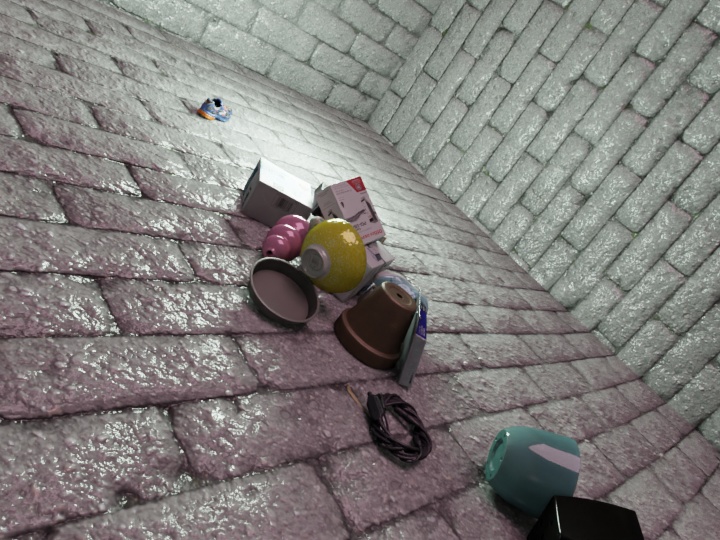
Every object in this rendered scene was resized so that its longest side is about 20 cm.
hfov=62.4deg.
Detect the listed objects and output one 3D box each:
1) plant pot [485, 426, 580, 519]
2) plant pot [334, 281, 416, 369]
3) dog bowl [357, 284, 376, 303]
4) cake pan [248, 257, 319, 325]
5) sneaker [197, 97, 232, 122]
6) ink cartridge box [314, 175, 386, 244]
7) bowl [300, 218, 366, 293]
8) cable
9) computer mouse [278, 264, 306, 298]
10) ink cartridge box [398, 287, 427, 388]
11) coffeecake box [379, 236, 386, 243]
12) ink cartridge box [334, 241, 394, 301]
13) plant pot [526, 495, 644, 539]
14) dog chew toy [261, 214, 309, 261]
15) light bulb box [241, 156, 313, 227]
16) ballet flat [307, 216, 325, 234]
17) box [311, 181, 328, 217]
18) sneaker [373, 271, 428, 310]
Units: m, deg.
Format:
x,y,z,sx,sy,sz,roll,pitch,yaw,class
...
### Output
x,y,z,sx,sy,sz,roll,pitch,yaw,class
0.385,0.457,1.377,0.159,0.202,0.201,21,21,1,plant pot
0.059,0.132,1.569,0.199,0.175,0.201,31,22,-14,plant pot
0.089,0.121,1.800,0.199,0.059,0.201,31,22,-14,dog bowl
-0.193,0.056,1.479,0.199,0.037,0.201,28,35,-22,cake pan
-0.565,-0.644,2.370,0.075,0.079,0.200,38,21,5,sneaker
-0.028,-0.165,1.786,0.146,0.083,0.202,-25,90,-44,ink cartridge box
-0.093,-0.030,1.560,0.200,0.201,0.107,44,33,21,bowl
0.090,0.357,1.334,0.162,0.051,0.201,29,19,-32,cable
-0.161,0.022,1.640,0.109,0.044,0.200,33,21,-5,computer mouse
0.148,0.174,1.582,0.040,0.202,0.200,15,23,0,ink cartridge box
-0.019,-0.168,2.217,0.153,0.073,0.200,10,32,-47,coffeecake box
0.000,0.000,1.788,0.086,0.147,0.200,45,23,8,ink cartridge box
0.449,0.585,1.213,0.176,0.202,0.200,26,21,4,plant pot
-0.213,-0.081,1.685,0.124,0.125,0.200,37,29,4,dog chew toy
-0.265,-0.233,1.903,0.197,0.125,0.201,27,24,-23,light bulb box
-0.117,-0.060,1.694,0.075,0.202,0.064,-32,51,-31,ballet flat
-0.064,-0.170,1.889,0.200,0.048,0.159,40,26,-23,box
0.129,0.070,1.784,0.199,0.074,0.082,27,20,-21,sneaker
